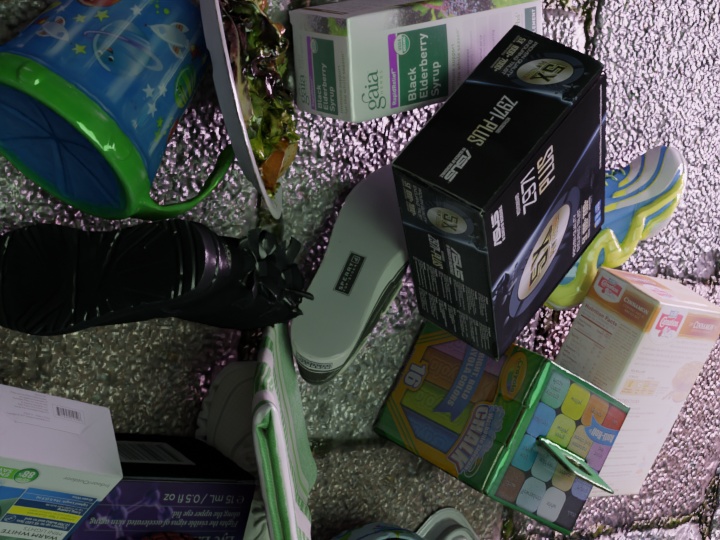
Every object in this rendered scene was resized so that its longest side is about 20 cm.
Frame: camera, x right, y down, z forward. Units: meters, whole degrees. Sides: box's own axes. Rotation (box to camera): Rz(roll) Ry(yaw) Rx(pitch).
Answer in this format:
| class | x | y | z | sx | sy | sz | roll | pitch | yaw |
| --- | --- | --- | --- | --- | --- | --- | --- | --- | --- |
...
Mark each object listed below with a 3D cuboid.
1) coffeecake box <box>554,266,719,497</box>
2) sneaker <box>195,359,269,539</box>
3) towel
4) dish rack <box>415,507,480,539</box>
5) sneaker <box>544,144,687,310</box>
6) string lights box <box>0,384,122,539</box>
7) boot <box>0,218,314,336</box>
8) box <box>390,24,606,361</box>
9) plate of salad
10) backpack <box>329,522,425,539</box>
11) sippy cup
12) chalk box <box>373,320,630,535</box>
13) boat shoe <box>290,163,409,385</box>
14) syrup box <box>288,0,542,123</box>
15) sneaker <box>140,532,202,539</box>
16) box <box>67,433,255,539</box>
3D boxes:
| class | x | y | z | sx | sy | sz | roll | pitch | yaw |
| --- | --- | --- | --- | --- | --- | --- | --- | --- | --- |
| coffeecake box | 0.242 | 0.107 | 1.205 | 0.153 | 0.073 | 0.202 | 9 | 110 | -50 |
| sneaker | -0.085 | 0.171 | 1.012 | 0.074 | 0.081 | 0.203 | -5 | 104 | -34 |
| towel | -0.053 | 0.128 | 0.938 | 0.023 | 0.200 | 0.154 | -9 | 106 | 3 |
| dish rack | 0.066 | 0.342 | 1.199 | 0.200 | 0.043 | 0.172 | -45 | 126 | -18 |
| sneaker | 0.220 | -0.061 | 1.181 | 0.200 | 0.075 | 0.105 | -49 | 126 | -15 |
| string lights box | -0.251 | 0.161 | 0.831 | 0.102 | 0.059 | 0.200 | 18 | 126 | -39 |
| boot | -0.144 | 0.009 | 0.902 | 0.162 | 0.196 | 0.074 | 17 | 67 | -68 |
| box | 0.114 | -0.057 | 1.007 | 0.164 | 0.086 | 0.201 | -48 | 150 | -23 |
| plate of salad | -0.068 | -0.136 | 0.874 | 0.047 | 0.201 | 0.202 | -12 | 115 | 4 |
| backpack | -0.004 | 0.305 | 1.074 | 0.163 | 0.154 | 0.201 | 39 | 89 | -8 |
| sippy cup | -0.166 | -0.125 | 0.840 | 0.131 | 0.139 | 0.178 | -56 | 139 | -24 |
| chalk box | 0.132 | 0.132 | 1.088 | 0.124 | 0.199 | 0.125 | 31 | 84 | -39 |
| boat shoe | 0.000 | 0.000 | 1.040 | 0.201 | 0.070 | 0.064 | -58 | 168 | -24 |
| syrup box | 0.047 | -0.176 | 1.012 | 0.198 | 0.081 | 0.080 | -18 | 113 | -34 |
| sneaker | -0.092 | 0.246 | 0.896 | 0.200 | 0.078 | 0.083 | 39 | 79 | -39 |
| box | -0.180 | 0.228 | 0.938 | 0.147 | 0.104 | 0.203 | 8 | 98 | -39 |
